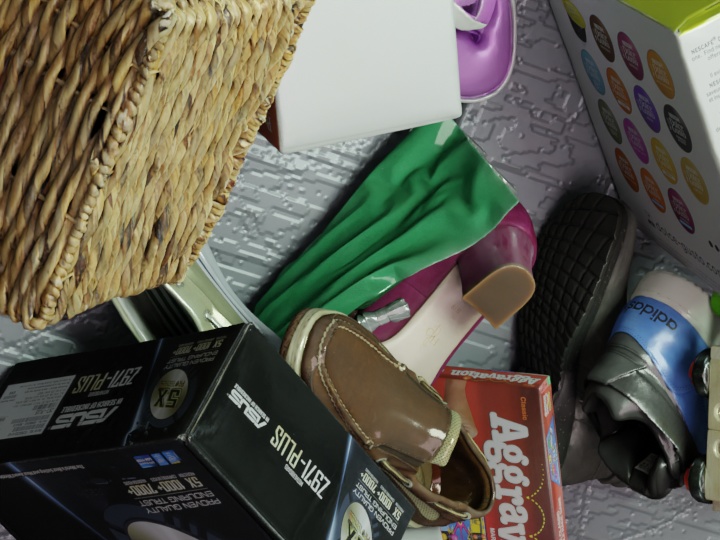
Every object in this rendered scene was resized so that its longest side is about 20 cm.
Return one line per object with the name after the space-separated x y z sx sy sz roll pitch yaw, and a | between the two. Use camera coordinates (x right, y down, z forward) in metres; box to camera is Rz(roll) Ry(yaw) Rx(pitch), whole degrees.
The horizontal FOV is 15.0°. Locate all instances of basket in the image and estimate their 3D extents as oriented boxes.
-0.141 -0.092 1.389 0.149 0.143 0.200 -21 140 -58 | basket

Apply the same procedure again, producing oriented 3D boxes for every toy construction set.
0.257 0.085 1.608 0.131 0.092 0.200 -2 80 -44 | toy construction set

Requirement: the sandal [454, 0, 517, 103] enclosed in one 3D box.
0.046 -0.183 1.566 0.082 0.050 0.203 -22 116 -13 | sandal

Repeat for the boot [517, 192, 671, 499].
0.163 0.047 1.703 0.130 0.068 0.200 3 111 -33 | boot

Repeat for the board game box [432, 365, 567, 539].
0.077 0.153 1.685 0.019 0.103 0.200 -44 132 -54 | board game box

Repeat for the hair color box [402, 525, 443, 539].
0.003 0.206 1.600 0.111 0.200 0.064 -9 113 -2 | hair color box

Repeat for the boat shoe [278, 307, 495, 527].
0.024 0.084 1.562 0.202 0.075 0.075 50 53 -52 | boat shoe

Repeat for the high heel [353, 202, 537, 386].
0.025 0.033 1.652 0.200 0.096 0.067 -31 116 16 | high heel

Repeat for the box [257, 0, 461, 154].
-0.027 -0.186 1.478 0.106 0.152 0.200 -12 113 -17 | box

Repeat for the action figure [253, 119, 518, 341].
0.000 0.000 1.600 0.200 0.118 0.055 -43 129 8 | action figure

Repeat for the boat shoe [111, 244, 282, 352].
-0.093 0.045 1.562 0.072 0.062 0.200 -28 101 35 | boat shoe

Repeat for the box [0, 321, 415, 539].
-0.101 0.124 1.536 0.164 0.200 0.086 50 49 -29 | box

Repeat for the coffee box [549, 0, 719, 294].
0.250 -0.122 1.585 0.200 0.200 0.198 -27 117 -10 | coffee box

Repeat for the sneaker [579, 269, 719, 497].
0.202 0.102 1.664 0.111 0.077 0.200 -53 130 -18 | sneaker
